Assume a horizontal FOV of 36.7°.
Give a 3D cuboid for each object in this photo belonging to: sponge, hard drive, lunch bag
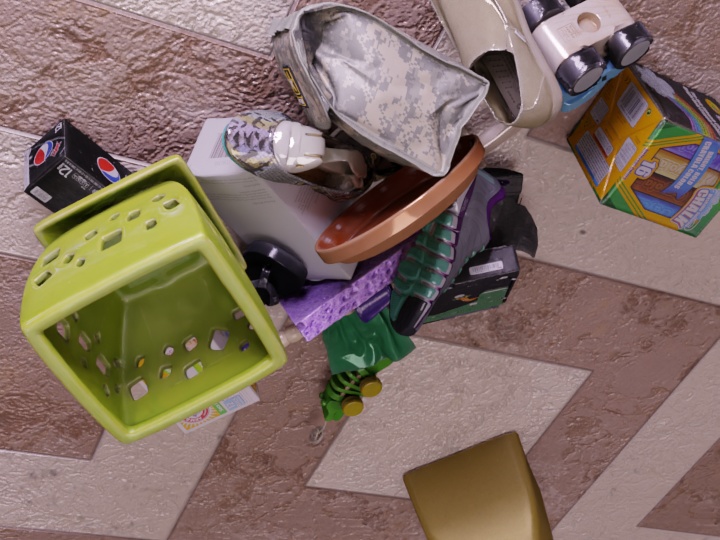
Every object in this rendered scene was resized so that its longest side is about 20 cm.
[{"bbox_3d":[0.000,0.000,1.247,0.199,0.112,0.030,-35,111,-7],"label":"sponge"},{"bbox_3d":[0.115,0.021,1.319,0.137,0.038,0.200,-12,165,-1],"label":"hard drive"},{"bbox_3d":[0.001,-0.182,1.046,0.198,0.164,0.119,27,93,-14],"label":"lunch bag"}]

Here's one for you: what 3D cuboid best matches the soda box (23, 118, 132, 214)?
[{"bbox_3d":[-0.267,-0.069,1.167,0.063,0.071,0.200,-34,132,15],"label":"soda box"}]

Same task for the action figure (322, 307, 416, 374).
[{"bbox_3d":[-0.015,0.038,1.354,0.116,0.055,0.202,-20,127,5],"label":"action figure"}]

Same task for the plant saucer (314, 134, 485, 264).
[{"bbox_3d":[0.042,-0.067,1.093,0.199,0.201,0.033,-32,104,14],"label":"plant saucer"}]

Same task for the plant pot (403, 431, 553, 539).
[{"bbox_3d":[0.200,0.410,1.661,0.192,0.202,0.197,-22,135,5],"label":"plant pot"}]

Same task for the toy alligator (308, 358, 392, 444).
[{"bbox_3d":[-0.029,0.166,1.465,0.054,0.060,0.200,23,122,-32],"label":"toy alligator"}]

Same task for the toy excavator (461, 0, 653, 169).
[{"bbox_3d":[0.195,-0.196,1.165,0.193,0.101,0.201,-28,160,-17],"label":"toy excavator"}]

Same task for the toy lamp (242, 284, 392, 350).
[{"bbox_3d":[-0.052,0.062,1.299,0.198,0.059,0.058,-28,134,8],"label":"toy lamp"}]

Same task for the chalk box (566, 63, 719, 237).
[{"bbox_3d":[0.364,-0.133,1.255,0.197,0.126,0.125,17,126,-27],"label":"chalk box"}]

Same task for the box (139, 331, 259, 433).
[{"bbox_3d":[-0.215,0.087,1.307,0.111,0.102,0.201,-24,134,7],"label":"box"}]

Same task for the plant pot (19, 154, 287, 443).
[{"bbox_3d":[-0.210,0.017,1.087,0.197,0.183,0.201,-25,133,3],"label":"plant pot"}]

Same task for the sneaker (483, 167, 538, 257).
[{"bbox_3d":[0.132,-0.063,1.263,0.197,0.060,0.106,-6,111,-36],"label":"sneaker"}]

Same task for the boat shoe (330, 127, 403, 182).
[{"bbox_3d":[0.027,-0.139,1.195,0.200,0.061,0.072,-34,134,16],"label":"boat shoe"}]

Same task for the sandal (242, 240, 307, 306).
[{"bbox_3d":[-0.117,0.020,1.241,0.075,0.043,0.200,29,154,-12],"label":"sandal"}]

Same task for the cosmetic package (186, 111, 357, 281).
[{"bbox_3d":[-0.086,-0.075,1.179,0.111,0.082,0.200,2,148,35],"label":"cosmetic package"}]

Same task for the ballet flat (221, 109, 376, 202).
[{"bbox_3d":[-0.050,-0.117,1.081,0.072,0.073,0.199,-42,149,23],"label":"ballet flat"}]

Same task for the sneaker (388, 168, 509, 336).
[{"bbox_3d":[0.102,-0.016,1.180,0.087,0.074,0.203,16,101,-31],"label":"sneaker"}]

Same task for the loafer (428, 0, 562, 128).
[{"bbox_3d":[0.127,-0.227,1.069,0.075,0.201,0.068,-35,179,43],"label":"loafer"}]
